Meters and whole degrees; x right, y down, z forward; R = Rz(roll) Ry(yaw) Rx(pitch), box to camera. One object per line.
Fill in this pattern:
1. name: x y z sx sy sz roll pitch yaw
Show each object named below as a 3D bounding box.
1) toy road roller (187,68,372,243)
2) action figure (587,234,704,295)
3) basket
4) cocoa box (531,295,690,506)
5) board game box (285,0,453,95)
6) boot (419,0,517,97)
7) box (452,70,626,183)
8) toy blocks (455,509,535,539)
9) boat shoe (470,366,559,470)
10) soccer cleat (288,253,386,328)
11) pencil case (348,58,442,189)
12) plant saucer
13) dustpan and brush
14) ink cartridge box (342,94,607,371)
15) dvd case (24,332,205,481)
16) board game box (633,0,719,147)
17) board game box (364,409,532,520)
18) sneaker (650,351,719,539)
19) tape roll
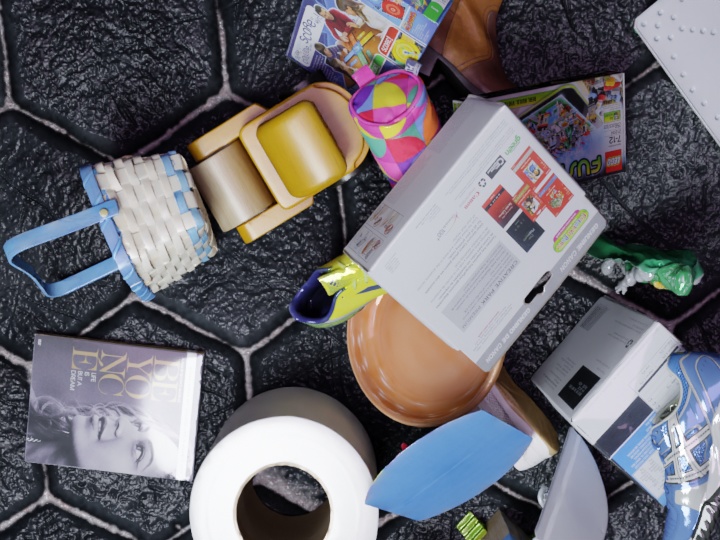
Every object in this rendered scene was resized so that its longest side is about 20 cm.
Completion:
1. toy road roller: -0.084 -0.119 0.987 0.198 0.146 0.124 -31 101 4
2. action figure: 0.303 -0.002 0.976 0.116 0.200 0.056 1 96 1
3. basket: -0.259 -0.035 0.994 0.198 0.177 0.141 -27 80 -11
4. cocoa box: 0.284 0.129 0.988 0.131 0.200 0.134 41 93 -4
5. board game box: 0.002 -0.244 0.957 0.134 0.200 0.035 33 68 -3
6. boot: 0.150 -0.279 1.032 0.186 0.068 0.203 25 88 5
7. box: 0.193 -0.141 0.998 0.197 0.035 0.112 -15 109 -22
8. toy blocks: 0.200 0.356 1.042 0.200 0.137 0.100 44 94 -3
9. boat shoe: 0.136 0.139 1.055 0.069 0.071 0.201 -40 83 23
10. soccer cleat: 0.000 0.001 0.997 0.200 0.083 0.065 -41 66 35
11. pencil case: 0.055 -0.121 0.979 0.087 0.089 0.201 -28 137 2
12. plant saucer: 0.074 0.067 1.023 0.197 0.037 0.204 -4 82 34
13. dustpan and brush: 0.242 0.285 1.046 0.200 0.057 0.141 48 53 -27
14. ink cartridge box: 0.114 -0.034 0.922 0.175 0.084 0.201 41 90 -25
15. dvd case: -0.283 0.157 1.085 0.196 0.016 0.152 7 95 -1
16. board game box: 0.433 -0.255 1.039 0.199 0.026 0.201 -38 94 4
17. board game box: 0.085 0.192 0.978 0.157 0.199 0.039 -40 53 13
18. sneaker: 0.302 0.168 0.866 0.076 0.076 0.204 13 97 18
19. tape roll: -0.078 0.242 1.031 0.199 0.139 0.207 0 95 1
